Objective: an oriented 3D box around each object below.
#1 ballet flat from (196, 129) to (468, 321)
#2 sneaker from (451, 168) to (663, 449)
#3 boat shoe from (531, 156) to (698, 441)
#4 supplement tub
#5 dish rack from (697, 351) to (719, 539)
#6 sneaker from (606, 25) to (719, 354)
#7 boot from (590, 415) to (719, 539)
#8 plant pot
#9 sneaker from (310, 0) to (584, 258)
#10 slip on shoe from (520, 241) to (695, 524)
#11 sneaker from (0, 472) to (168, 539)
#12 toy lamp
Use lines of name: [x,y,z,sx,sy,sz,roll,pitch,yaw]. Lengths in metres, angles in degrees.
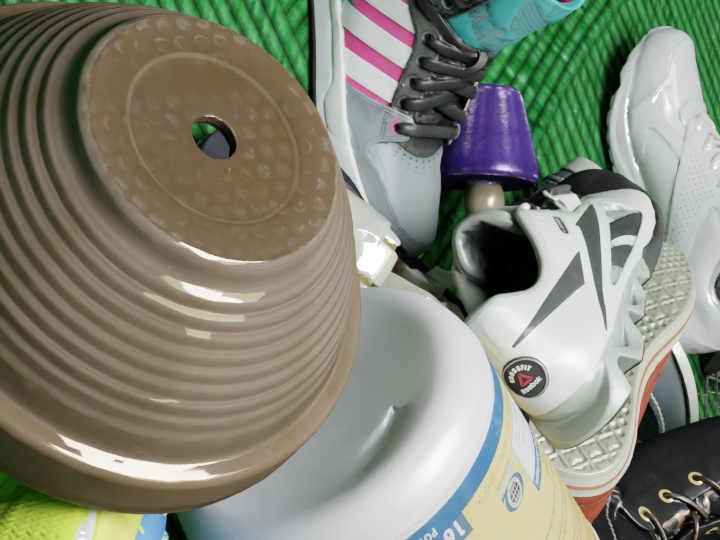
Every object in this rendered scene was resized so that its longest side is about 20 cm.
ballet flat: [0.000,0.000,0.940,0.200,0.073,0.073,46,51,-45]
sneaker: [0.086,-0.010,0.959,0.088,0.074,0.200,41,25,-14]
boat shoe: [0.133,0.032,1.165,0.062,0.073,0.201,-34,124,-17]
supplement tub: [0.023,0.122,0.901,0.200,0.144,0.145,57,44,-36]
dish rack: [0.243,0.092,1.238,0.154,0.054,0.201,112,-11,-55]
sneaker: [0.203,-0.046,1.230,0.078,0.099,0.201,-5,92,-57]
boot: [0.174,0.122,1.065,0.200,0.150,0.074,-76,150,-80]
plant pot: [-0.073,-0.023,0.736,0.200,0.093,0.202,18,54,-26]
sneaker: [0.046,-0.104,0.977,0.083,0.120,0.201,-13,99,-56]
slip on shoe: [0.119,0.050,1.044,0.200,0.074,0.061,-65,169,-46]
sneaker: [-0.103,0.077,0.798,0.105,0.075,0.201,83,24,-47]
toy lamp: [0.061,0.007,1.049,0.058,0.058,0.201,13,76,-55]
